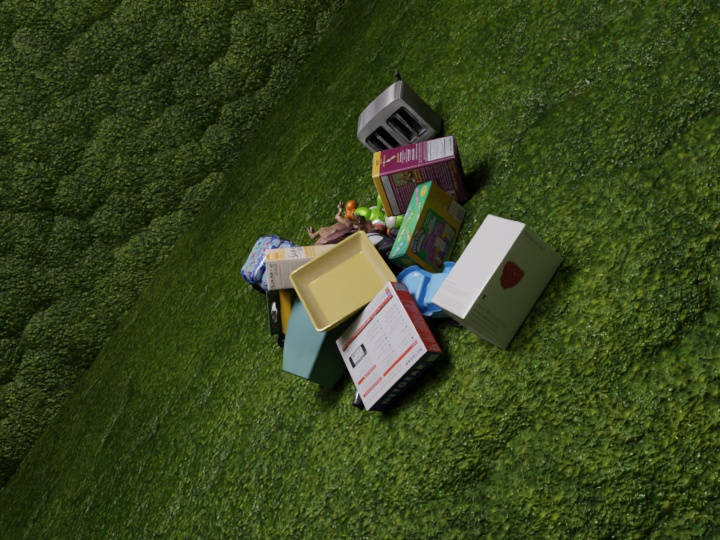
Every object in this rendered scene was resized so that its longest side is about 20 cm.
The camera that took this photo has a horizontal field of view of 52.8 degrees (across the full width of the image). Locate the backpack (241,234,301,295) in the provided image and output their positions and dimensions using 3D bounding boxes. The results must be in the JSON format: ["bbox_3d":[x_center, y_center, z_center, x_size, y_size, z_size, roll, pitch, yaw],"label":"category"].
[{"bbox_3d":[-0.244,-0.010,2.168,0.200,0.134,0.183,14,71,59],"label":"backpack"}]

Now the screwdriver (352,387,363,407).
[{"bbox_3d":[0.022,0.205,1.588,0.029,0.028,0.201,114,176,-68],"label":"screwdriver"}]

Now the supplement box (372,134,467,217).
[{"bbox_3d":[0.139,-0.220,1.696,0.198,0.131,0.104,-10,41,14],"label":"supplement box"}]

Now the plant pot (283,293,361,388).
[{"bbox_3d":[-0.089,0.159,1.681,0.141,0.141,0.201,12,76,43],"label":"plant pot"}]

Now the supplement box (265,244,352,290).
[{"bbox_3d":[-0.122,-0.011,1.703,0.126,0.198,0.074,-122,28,-74],"label":"supplement box"}]

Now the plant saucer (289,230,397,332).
[{"bbox_3d":[-0.034,0.031,1.581,0.199,0.049,0.200,-31,45,-1],"label":"plant saucer"}]

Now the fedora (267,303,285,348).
[{"bbox_3d":[-0.188,0.110,1.975,0.200,0.091,0.201,-39,31,28],"label":"fedora"}]

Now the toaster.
[{"bbox_3d":[0.100,-0.403,1.986,0.181,0.200,0.119,-37,27,29],"label":"toaster"}]

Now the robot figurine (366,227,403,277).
[{"bbox_3d":[0.048,-0.019,1.700,0.149,0.126,0.200,-18,21,-17],"label":"robot figurine"}]

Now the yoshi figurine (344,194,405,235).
[{"bbox_3d":[0.065,-0.152,1.844,0.199,0.113,0.112,5,26,36],"label":"yoshi figurine"}]

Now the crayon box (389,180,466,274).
[{"bbox_3d":[0.152,-0.083,1.614,0.058,0.119,0.201,-14,47,52],"label":"crayon box"}]

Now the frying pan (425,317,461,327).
[{"bbox_3d":[0.145,0.093,1.526,0.115,0.031,0.190,-47,25,18],"label":"frying pan"}]

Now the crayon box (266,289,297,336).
[{"bbox_3d":[-0.131,0.081,1.768,0.199,0.127,0.051,-23,32,-37],"label":"crayon box"}]

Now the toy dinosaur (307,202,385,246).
[{"bbox_3d":[-0.053,-0.089,1.793,0.199,0.086,0.135,-35,26,-8],"label":"toy dinosaur"}]

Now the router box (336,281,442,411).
[{"bbox_3d":[0.052,0.156,1.474,0.200,0.049,0.180,-49,50,29],"label":"router box"}]

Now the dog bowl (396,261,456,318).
[{"bbox_3d":[0.144,0.047,1.495,0.199,0.049,0.112,-7,57,45],"label":"dog bowl"}]

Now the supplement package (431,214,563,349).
[{"bbox_3d":[0.250,0.018,1.331,0.201,0.121,0.120,-57,27,-3],"label":"supplement package"}]
